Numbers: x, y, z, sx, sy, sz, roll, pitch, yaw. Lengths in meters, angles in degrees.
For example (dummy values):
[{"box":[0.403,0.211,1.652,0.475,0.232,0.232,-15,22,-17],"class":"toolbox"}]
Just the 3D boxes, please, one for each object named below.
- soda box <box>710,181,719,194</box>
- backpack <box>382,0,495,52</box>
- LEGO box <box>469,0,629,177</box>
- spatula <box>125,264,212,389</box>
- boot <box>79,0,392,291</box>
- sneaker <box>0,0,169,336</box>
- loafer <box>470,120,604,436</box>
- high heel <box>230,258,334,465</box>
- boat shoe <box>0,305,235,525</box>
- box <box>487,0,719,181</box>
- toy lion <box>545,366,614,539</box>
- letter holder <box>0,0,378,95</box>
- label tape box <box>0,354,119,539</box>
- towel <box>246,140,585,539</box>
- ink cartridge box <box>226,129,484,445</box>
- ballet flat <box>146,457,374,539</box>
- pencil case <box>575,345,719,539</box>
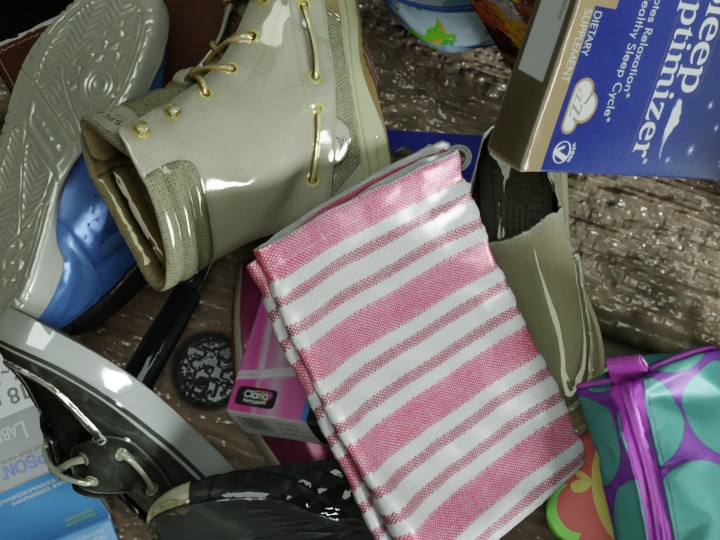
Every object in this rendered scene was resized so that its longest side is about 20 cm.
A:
[{"box":[0.248,-0.062,0.930,0.063,0.068,0.201,-33,79,-4],"class":"soda box"},{"box":[0.053,-0.228,0.920,0.161,0.155,0.201,-18,48,-2],"class":"backpack"},{"box":[0.160,-0.179,0.851,0.077,0.149,0.201,35,83,38],"class":"LEGO box"},{"box":[-0.097,-0.004,0.946,0.056,0.021,0.202,24,82,18],"class":"spatula"},{"box":[-0.075,-0.105,0.806,0.153,0.072,0.202,-23,102,-29],"class":"boot"},{"box":[-0.145,-0.057,0.879,0.076,0.111,0.202,22,90,24],"class":"sneaker"},{"box":[0.092,0.001,0.909,0.075,0.068,0.203,-15,70,19],"class":"loafer"},{"box":[-0.022,0.089,0.907,0.095,0.067,0.203,-7,76,-8],"class":"high heel"},{"box":[-0.135,0.093,0.848,0.070,0.200,0.064,20,69,44],"class":"boat shoe"},{"box":[0.159,-0.109,0.807,0.032,0.198,0.122,34,116,41],"class":"box"},{"box":[0.203,0.147,0.898,0.189,0.069,0.203,-9,79,6],"class":"toy lion"},{"box":[-0.105,-0.136,0.938,0.198,0.143,0.101,-24,37,0],"class":"letter holder"},{"box":[-0.233,0.110,0.905,0.143,0.063,0.202,-22,79,-3],"class":"label tape box"},{"box":[0.036,0.050,0.810,0.146,0.030,0.202,-32,100,-37],"class":"towel"},{"box":[0.000,0.000,0.872,0.094,0.037,0.202,6,62,23],"class":"ink cartridge box"},{"box":[-0.019,0.123,0.856,0.197,0.067,0.057,-7,43,-10],"class":"ballet flat"},{"box":[0.172,0.145,0.831,0.084,0.092,0.203,-16,79,30],"class":"pencil case"}]
